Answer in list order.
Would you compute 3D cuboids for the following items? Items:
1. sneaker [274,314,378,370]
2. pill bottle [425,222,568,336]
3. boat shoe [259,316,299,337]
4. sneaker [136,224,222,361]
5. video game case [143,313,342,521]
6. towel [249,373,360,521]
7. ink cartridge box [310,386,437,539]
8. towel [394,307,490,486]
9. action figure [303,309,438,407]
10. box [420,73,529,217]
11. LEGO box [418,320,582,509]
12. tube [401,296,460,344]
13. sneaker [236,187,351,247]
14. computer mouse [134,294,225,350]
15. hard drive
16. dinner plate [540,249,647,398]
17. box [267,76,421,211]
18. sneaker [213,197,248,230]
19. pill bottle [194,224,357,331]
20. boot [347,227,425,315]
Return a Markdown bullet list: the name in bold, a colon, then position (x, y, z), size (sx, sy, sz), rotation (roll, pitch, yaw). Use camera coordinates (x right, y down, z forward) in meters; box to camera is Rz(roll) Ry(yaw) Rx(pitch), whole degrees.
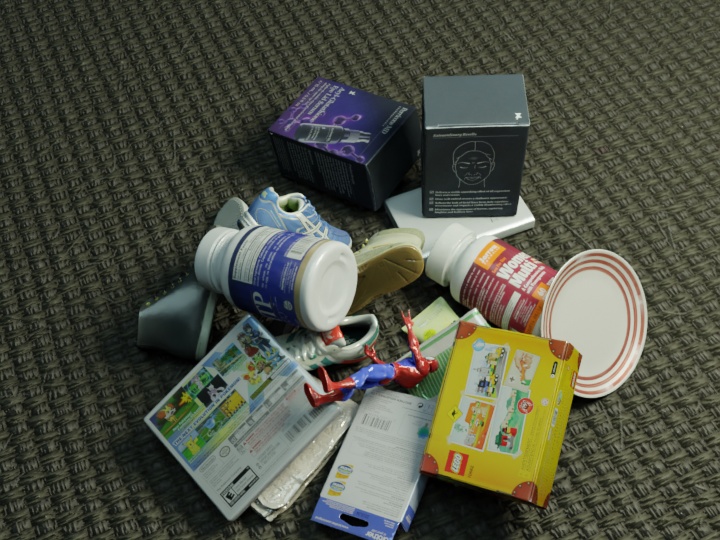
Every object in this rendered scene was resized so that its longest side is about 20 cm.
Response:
- **sneaker**: position (-0.065, 0.099, 1.259), size (0.199, 0.093, 0.071), rotation (-13, 66, -21)
- **pill bottle**: position (0.198, 0.017, 1.329), size (0.200, 0.110, 0.110), rotation (32, 62, 23)
- **boat shoe**: position (-0.120, 0.080, 1.335), size (0.067, 0.057, 0.200), rotation (18, 57, 15)
- **sneaker**: position (-0.255, 0.023, 1.333), size (0.106, 0.075, 0.201), rotation (10, 75, -8)
- **video game case**: position (-0.154, 0.187, 1.207), size (0.200, 0.022, 0.182), rotation (-45, 71, -2)
- **towel**: position (-0.103, 0.224, 1.246), size (0.132, 0.035, 0.200), rotation (30, 61, 22)
- **ink cartridge box**: position (0.029, 0.251, 1.198), size (0.119, 0.042, 0.200), rotation (11, 57, 26)
- **towel**: position (0.143, 0.166, 1.242), size (0.152, 0.023, 0.200), rotation (-35, 57, 12)
- **action figure**: position (0.016, 0.113, 1.215), size (0.199, 0.065, 0.099), rotation (-2, 59, -36)
- **box**: position (0.164, -0.182, 1.386), size (0.148, 0.200, 0.107), rotation (-1, 55, 2)
- **LEGO box**: position (0.176, 0.177, 1.161), size (0.149, 0.077, 0.201), rotation (10, 76, 30)
- **tube**: position (0.147, 0.119, 1.300), size (0.058, 0.052, 0.200), rotation (-6, 41, -44)
- **sneaker**: position (-0.082, -0.065, 1.371), size (0.200, 0.077, 0.076), rotation (13, 26, -45)
- **computer mouse**: position (-0.252, 0.048, 1.380), size (0.059, 0.034, 0.200), rotation (36, 64, 24)
- **hard drive**: position (0.153, -0.089, 1.459), size (0.199, 0.026, 0.132), rotation (-19, 56, -10)
- **dinner plate**: position (0.313, 0.072, 1.263), size (0.200, 0.200, 0.024), rotation (-43, 21, -24)
- **box**: position (-0.022, -0.205, 1.490), size (0.200, 0.104, 0.148), rotation (21, 58, 27)
- **sneaker**: position (-0.167, -0.038, 1.426), size (0.074, 0.082, 0.200), rotation (-43, 38, 9)
- **pill bottle**: position (-0.116, 0.003, 1.240), size (0.199, 0.120, 0.120), rotation (13, 55, 30)
- **boot**: position (0.000, 0.000, 1.346), size (0.199, 0.072, 0.155), rotation (-22, 13, 11)
